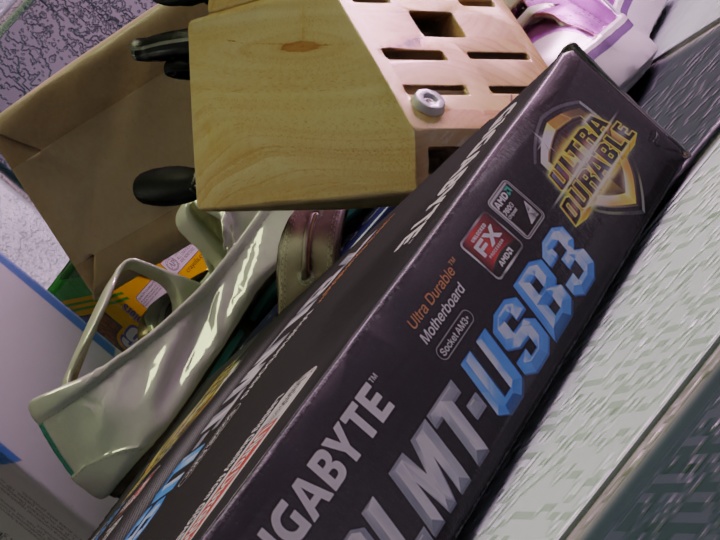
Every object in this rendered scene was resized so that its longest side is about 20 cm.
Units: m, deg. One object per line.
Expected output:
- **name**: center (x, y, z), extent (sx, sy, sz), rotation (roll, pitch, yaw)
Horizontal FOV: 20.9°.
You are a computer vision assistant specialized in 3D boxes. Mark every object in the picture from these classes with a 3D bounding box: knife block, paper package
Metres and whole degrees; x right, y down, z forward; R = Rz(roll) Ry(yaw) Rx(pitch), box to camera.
- **knife block**: center (-0.017, -0.043, 0.677), extent (0.064, 0.200, 0.176), rotation (-3, -44, -29)
- **paper package**: center (-0.052, -0.094, 0.975), extent (0.191, 0.103, 0.200), rotation (-29, 4, 34)

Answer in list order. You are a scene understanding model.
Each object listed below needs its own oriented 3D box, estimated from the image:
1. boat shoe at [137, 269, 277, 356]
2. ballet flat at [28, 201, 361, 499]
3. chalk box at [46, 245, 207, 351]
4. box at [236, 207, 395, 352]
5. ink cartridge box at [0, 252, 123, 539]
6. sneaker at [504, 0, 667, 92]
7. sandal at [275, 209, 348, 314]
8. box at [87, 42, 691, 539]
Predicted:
- **boat shoe**: center (-0.037, 0.001, 1.014), extent (0.066, 0.072, 0.201), rotation (-23, 12, 37)
- **ballet flat**: center (-0.064, 0.005, 0.813), extent (0.200, 0.069, 0.069), rotation (-52, 5, -26)
- **chalk box**: center (-0.140, 0.048, 1.205), extent (0.200, 0.124, 0.124), rotation (-44, 6, 43)
- **box**: center (0.000, 0.000, 0.858), extent (0.200, 0.032, 0.121), rotation (-50, 5, -8)
- **ink cartridge box**: center (-0.173, 0.099, 0.919), extent (0.085, 0.145, 0.200), rotation (-53, 4, -40)
- **sneaker**: center (0.048, -0.100, 0.714), extent (0.073, 0.114, 0.200), rotation (-45, 6, 22)
- **sandal**: center (-0.016, 0.009, 0.748), extent (0.201, 0.057, 0.080), rotation (-49, 4, 1)
- **box**: center (-0.025, 0.059, 0.483), extent (0.199, 0.050, 0.200), rotation (-45, 6, 46)
